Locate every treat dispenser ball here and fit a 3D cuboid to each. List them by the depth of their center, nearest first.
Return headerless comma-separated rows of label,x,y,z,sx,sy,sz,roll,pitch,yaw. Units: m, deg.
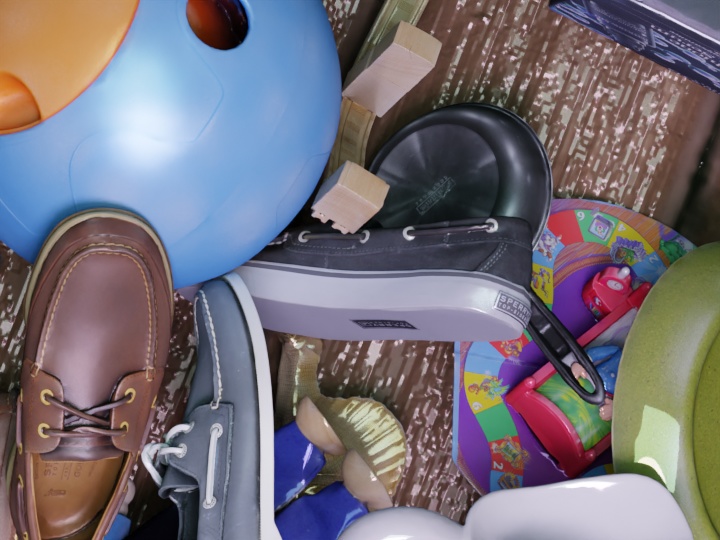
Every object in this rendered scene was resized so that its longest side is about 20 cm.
treat dispenser ball,-0.110,-0.089,1.391,0.201,0.201,0.201,0,92,-5

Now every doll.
doll,-0.086,0.147,1.416,0.200,0.048,0.136,-38,61,-7

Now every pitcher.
pitcher,0.056,0.187,1.390,0.171,0.121,0.200,7,134,-10

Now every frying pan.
frying pan,0.051,-0.003,1.447,0.115,0.031,0.190,-23,60,21

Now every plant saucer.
plant saucer,0.203,0.084,1.449,0.200,0.031,0.200,5,83,-45

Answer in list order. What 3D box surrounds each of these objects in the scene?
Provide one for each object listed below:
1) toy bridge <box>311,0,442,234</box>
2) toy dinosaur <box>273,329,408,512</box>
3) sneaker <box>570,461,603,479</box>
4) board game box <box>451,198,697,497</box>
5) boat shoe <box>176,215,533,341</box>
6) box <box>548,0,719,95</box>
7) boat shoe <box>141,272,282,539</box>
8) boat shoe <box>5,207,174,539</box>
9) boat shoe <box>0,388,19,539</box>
toy bridge,0.014,-0.102,1.446,0.027,0.067,0.200,28,57,-14
toy dinosaur,-0.017,0.115,1.480,0.101,0.058,0.200,-29,95,-4
sneaker,0.105,0.147,1.487,0.077,0.073,0.200,-13,89,10
board game box,0.128,0.047,1.451,0.158,0.039,0.200,11,63,-16
boat shoe,0.000,0.000,1.427,0.200,0.069,0.057,3,71,31
box,0.192,-0.149,1.415,0.148,0.200,0.107,26,91,-5
boat shoe,-0.073,0.095,1.365,0.062,0.073,0.200,-2,70,-9
boat shoe,-0.127,0.062,1.346,0.072,0.068,0.200,5,127,-12
boat shoe,-0.178,0.160,1.454,0.067,0.072,0.200,1,90,-5
